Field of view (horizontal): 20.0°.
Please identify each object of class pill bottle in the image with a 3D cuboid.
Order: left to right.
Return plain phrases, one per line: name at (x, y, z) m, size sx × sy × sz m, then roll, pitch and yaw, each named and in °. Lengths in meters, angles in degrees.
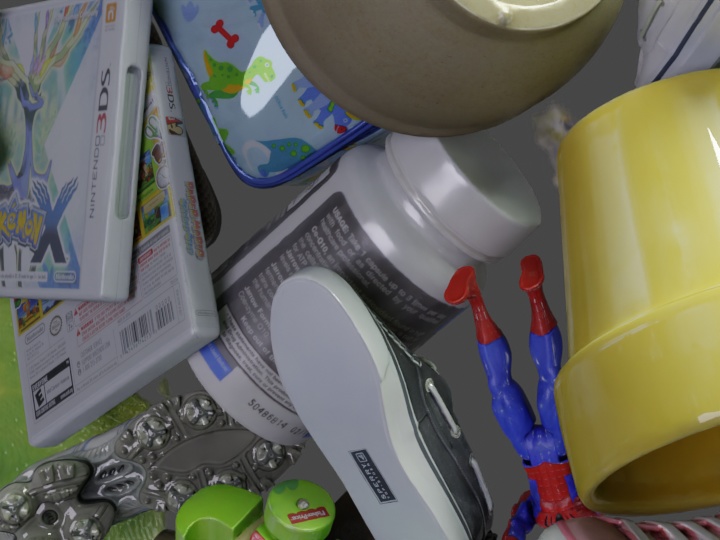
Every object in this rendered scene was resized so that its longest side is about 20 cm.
pill bottle at (0.000, 0.000, 1.171) m, size 0.200 × 0.114 × 0.114 m, roll -41°, pitch 77°, yaw 21°

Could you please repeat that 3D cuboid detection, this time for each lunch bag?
lunch bag at (-0.037, -0.162, 1.196) m, size 0.161 × 0.082 × 0.200 m, roll -28°, pitch 83°, yaw 20°

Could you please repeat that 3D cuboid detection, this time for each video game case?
video game case at (-0.191, -0.073, 1.237) m, size 0.200 × 0.022 × 0.183 m, roll 1°, pitch 85°, yaw 54°
video game case at (-0.157, -0.011, 1.224) m, size 0.200 × 0.023 × 0.182 m, roll -34°, pitch 61°, yaw 47°

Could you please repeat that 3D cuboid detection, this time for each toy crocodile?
toy crocodile at (-0.013, 0.179, 1.124) m, size 0.200 × 0.062 × 0.068 m, roll 33°, pitch 133°, yaw 16°

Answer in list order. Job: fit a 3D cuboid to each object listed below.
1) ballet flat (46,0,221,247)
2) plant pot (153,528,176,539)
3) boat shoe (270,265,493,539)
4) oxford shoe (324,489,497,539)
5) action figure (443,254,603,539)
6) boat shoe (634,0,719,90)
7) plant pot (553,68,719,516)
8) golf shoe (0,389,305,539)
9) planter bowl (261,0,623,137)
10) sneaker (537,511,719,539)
ballet flat at (-0.146, -0.100, 1.266) m, size 0.067 × 0.046 × 0.200 m, roll -27°, pitch 82°, yaw 23°
plant pot at (-0.053, 0.265, 1.184) m, size 0.173 × 0.200 × 0.200 m, roll 11°, pitch 98°, yaw 8°
boat shoe at (0.019, 0.077, 1.120) m, size 0.072 × 0.068 × 0.200 m, roll -13°, pitch 113°, yaw 42°
oxford shoe at (0.064, 0.186, 1.179) m, size 0.200 × 0.073 × 0.085 m, roll 29°, pitch 93°, yaw 16°
action figure at (0.095, 0.103, 1.114) m, size 0.065 × 0.099 × 0.200 m, roll -9°, pitch 121°, yaw 18°
boat shoe at (0.178, -0.144, 1.057) m, size 0.067 × 0.074 × 0.200 m, roll 47°, pitch 153°, yaw 9°
plant pot at (0.185, 0.008, 1.055) m, size 0.200 × 0.201 × 0.189 m, roll -24°, pitch 68°, yaw 24°
golf shoe at (-0.133, 0.117, 1.261) m, size 0.200 × 0.097 × 0.078 m, roll -18°, pitch 99°, yaw -3°
planter bowl at (0.059, -0.172, 1.037) m, size 0.200 × 0.135 × 0.201 m, roll 0°, pitch 90°, yaw -19°
sneaker at (0.182, 0.150, 1.069) m, size 0.105 × 0.200 × 0.075 m, roll -50°, pitch 40°, yaw 12°
